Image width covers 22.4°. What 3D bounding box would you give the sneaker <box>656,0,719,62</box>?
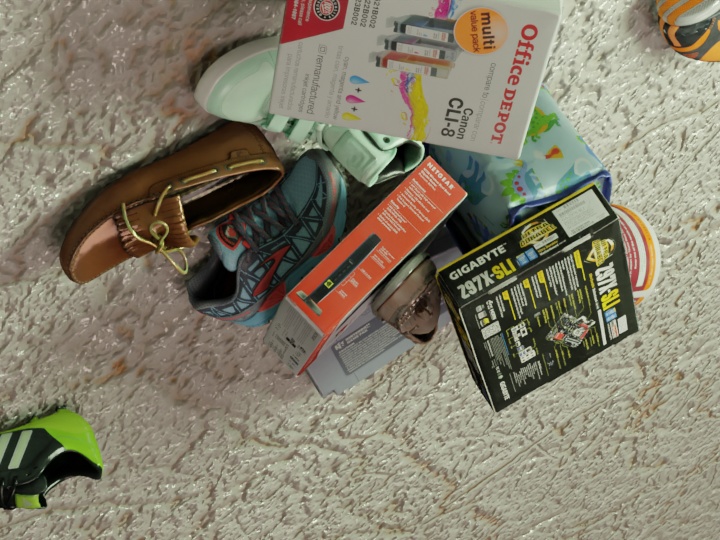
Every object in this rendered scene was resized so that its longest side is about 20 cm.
[{"bbox_3d":[0.373,-0.270,1.721,0.199,0.078,0.112,-26,151,5],"label":"sneaker"}]

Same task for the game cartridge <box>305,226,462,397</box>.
[{"bbox_3d":[0.025,0.039,1.815,0.199,0.042,0.133,-33,142,-5],"label":"game cartridge"}]

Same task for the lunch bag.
[{"bbox_3d":[0.135,-0.063,1.663,0.127,0.171,0.201,-21,146,-13],"label":"lunch bag"}]

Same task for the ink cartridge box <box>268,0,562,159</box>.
[{"bbox_3d":[0.044,-0.196,1.364,0.198,0.145,0.146,10,134,-4],"label":"ink cartridge box"}]

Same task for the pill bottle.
[{"bbox_3d":[0.204,-0.006,1.834,0.199,0.113,0.113,-6,137,-45],"label":"pill bottle"}]

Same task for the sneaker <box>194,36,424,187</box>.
[{"bbox_3d":[-0.033,-0.124,1.483,0.199,0.119,0.074,-1,136,-39],"label":"sneaker"}]

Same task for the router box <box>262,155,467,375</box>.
[{"bbox_3d":[0.000,0.000,1.616,0.179,0.049,0.200,-44,177,-15],"label":"router box"}]

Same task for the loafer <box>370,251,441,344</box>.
[{"bbox_3d":[0.052,0.030,1.643,0.072,0.063,0.200,-45,177,-5],"label":"loafer"}]

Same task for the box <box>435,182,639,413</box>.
[{"bbox_3d":[0.160,0.029,1.605,0.159,0.049,0.200,-31,147,-4],"label":"box"}]

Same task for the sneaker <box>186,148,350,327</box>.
[{"bbox_3d":[-0.084,-0.025,1.597,0.095,0.079,0.201,5,129,-43],"label":"sneaker"}]

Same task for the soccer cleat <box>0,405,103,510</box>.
[{"bbox_3d":[-0.328,0.185,1.634,0.199,0.081,0.068,-19,144,-24],"label":"soccer cleat"}]

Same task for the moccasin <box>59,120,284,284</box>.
[{"bbox_3d":[-0.156,-0.046,1.505,0.200,0.078,0.074,-28,146,-13],"label":"moccasin"}]
